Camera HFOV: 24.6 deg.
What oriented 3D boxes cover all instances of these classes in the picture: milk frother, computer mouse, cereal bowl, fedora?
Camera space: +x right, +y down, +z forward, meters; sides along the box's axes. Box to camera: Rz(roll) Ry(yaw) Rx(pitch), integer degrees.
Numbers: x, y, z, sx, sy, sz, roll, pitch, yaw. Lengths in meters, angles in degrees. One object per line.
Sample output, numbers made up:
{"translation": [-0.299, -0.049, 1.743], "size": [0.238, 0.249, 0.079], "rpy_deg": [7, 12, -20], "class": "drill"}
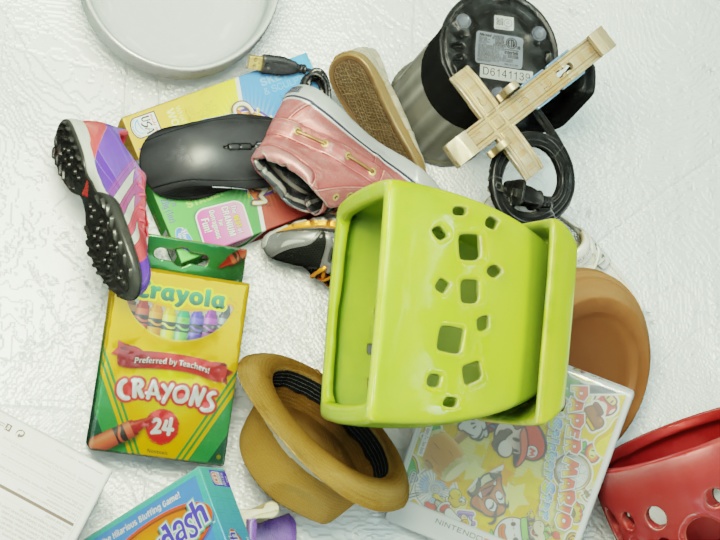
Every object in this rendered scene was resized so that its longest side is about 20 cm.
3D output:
{"translation": [0.118, -0.132, 1.584], "size": [0.179, 0.188, 0.202], "rpy_deg": [24, 73, -8], "class": "milk frother"}
{"translation": [-0.109, -0.140, 1.555], "size": [0.198, 0.046, 0.142], "rpy_deg": [-1, 79, -15], "class": "computer mouse"}
{"translation": [-0.179, -0.275, 1.592], "size": [0.198, 0.083, 0.202], "rpy_deg": [4, 76, -15], "class": "cereal bowl"}
{"translation": [-0.048, 0.164, 1.504], "size": [0.200, 0.201, 0.082], "rpy_deg": [37, 108, -4], "class": "fedora"}

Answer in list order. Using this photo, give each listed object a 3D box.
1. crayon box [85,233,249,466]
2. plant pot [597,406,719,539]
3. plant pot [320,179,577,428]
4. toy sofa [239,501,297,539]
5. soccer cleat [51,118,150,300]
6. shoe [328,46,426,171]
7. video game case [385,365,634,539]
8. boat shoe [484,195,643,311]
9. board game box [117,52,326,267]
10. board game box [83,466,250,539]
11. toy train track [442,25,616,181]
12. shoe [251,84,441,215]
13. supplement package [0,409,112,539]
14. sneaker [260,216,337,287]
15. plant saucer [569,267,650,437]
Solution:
{"translation": [-0.174, 0.070, 1.508], "size": [0.126, 0.051, 0.202], "rpy_deg": [8, 88, -13], "class": "crayon box"}
{"translation": [0.337, 0.236, 1.559], "size": [0.199, 0.200, 0.184], "rpy_deg": [-21, 92, -19], "class": "plant pot"}
{"translation": [0.076, 0.039, 1.411], "size": [0.180, 0.199, 0.202], "rpy_deg": [7, 85, -13], "class": "plant pot"}
{"translation": [-0.093, 0.311, 1.479], "size": [0.097, 0.083, 0.202], "rpy_deg": [1, 77, -14], "class": "toy sofa"}
{"translation": [-0.215, -0.059, 1.481], "size": [0.073, 0.068, 0.201], "rpy_deg": [-3, 49, -33], "class": "soccer cleat"}
{"translation": [0.028, -0.124, 1.614], "size": [0.069, 0.053, 0.202], "rpy_deg": [-13, 103, 25], "class": "shoe"}
{"translation": [0.136, 0.172, 1.528], "size": [0.180, 0.023, 0.202], "rpy_deg": [20, 101, 11], "class": "video game case"}
{"translation": [0.208, -0.010, 1.642], "size": [0.199, 0.069, 0.071], "rpy_deg": [38, 69, -5], "class": "boat shoe"}
{"translation": [-0.114, -0.106, 1.593], "size": [0.199, 0.040, 0.154], "rpy_deg": [-22, 84, -19], "class": "board game box"}
{"translation": [-0.150, 0.293, 1.418], "size": [0.152, 0.045, 0.201], "rpy_deg": [-34, 66, 20], "class": "board game box"}
{"translation": [0.157, -0.160, 1.484], "size": [0.199, 0.033, 0.115], "rpy_deg": [-38, 90, -20], "class": "toy train track"}
{"translation": [-0.009, -0.077, 1.536], "size": [0.200, 0.071, 0.091], "rpy_deg": [39, 62, -16], "class": "shoe"}
{"translation": [-0.314, 0.240, 1.415], "size": [0.119, 0.121, 0.201], "rpy_deg": [29, 72, -6], "class": "supplement package"}
{"translation": [0.000, 0.000, 1.582], "size": [0.198, 0.078, 0.078], "rpy_deg": [12, 79, -13], "class": "sneaker"}
{"translation": [0.209, 0.099, 1.586], "size": [0.199, 0.037, 0.202], "rpy_deg": [-9, 106, -33], "class": "plant saucer"}
